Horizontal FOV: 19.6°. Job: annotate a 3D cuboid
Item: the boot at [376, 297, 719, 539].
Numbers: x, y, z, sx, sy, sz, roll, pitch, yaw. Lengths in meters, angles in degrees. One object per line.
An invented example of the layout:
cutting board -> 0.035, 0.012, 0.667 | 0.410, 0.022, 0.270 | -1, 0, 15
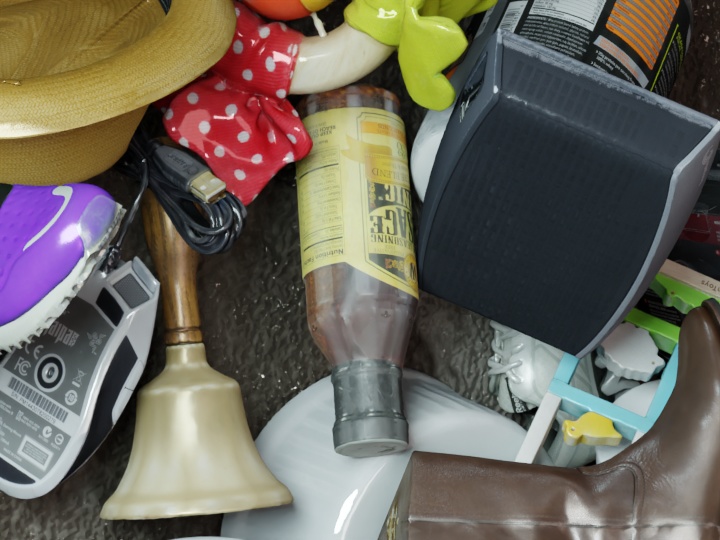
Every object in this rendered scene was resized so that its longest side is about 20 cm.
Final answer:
boot -> 0.107, 0.101, 1.124 | 0.199, 0.064, 0.187 | -1, 62, 3

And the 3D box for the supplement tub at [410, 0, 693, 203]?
supplement tub -> 0.115, -0.112, 1.185 | 0.123, 0.122, 0.200 | 48, 51, -30

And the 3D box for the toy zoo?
toy zoo -> 0.165, 0.091, 1.172 | 0.131, 0.020, 0.201 | 23, 65, 8

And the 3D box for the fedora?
fedora -> -0.156, -0.098, 1.009 | 0.200, 0.201, 0.082 | -23, 136, -30

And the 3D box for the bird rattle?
bird rattle -> -0.030, -0.139, 1.080 | 0.164, 0.199, 0.113 | 66, 26, -15

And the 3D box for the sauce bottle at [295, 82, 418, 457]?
sauce bottle -> 0.000, 0.000, 1.138 | 0.066, 0.066, 0.201 | 6, 71, -35

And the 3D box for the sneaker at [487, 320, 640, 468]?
sneaker -> 0.109, 0.037, 1.258 | 0.081, 0.075, 0.201 | -29, 112, -18

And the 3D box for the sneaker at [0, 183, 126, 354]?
sneaker -> -0.198, -0.014, 0.966 | 0.100, 0.200, 0.070 | 47, 50, -24

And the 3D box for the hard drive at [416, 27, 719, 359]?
hard drive -> 0.098, -0.031, 1.086 | 0.134, 0.200, 0.042 | 24, 57, 3

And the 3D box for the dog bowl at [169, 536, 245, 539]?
dog bowl -> -0.081, 0.245, 1.094 | 0.199, 0.079, 0.201 | -1, 112, -3

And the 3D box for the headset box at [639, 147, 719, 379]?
headset box -> 0.248, 0.019, 1.299 | 0.075, 0.148, 0.201 | -29, 112, -29

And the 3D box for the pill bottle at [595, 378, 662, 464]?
pill bottle -> 0.198, 0.166, 1.271 | 0.114, 0.114, 0.201 | -37, 139, -24

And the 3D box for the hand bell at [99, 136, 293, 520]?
hand bell -> -0.095, 0.028, 1.120 | 0.104, 0.104, 0.201 | -2, 86, -34

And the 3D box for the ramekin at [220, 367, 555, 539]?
ramekin -> 0.028, 0.160, 1.201 | 0.200, 0.098, 0.201 | -5, 100, -34

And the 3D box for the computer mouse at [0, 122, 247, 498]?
computer mouse -> -0.136, 0.025, 1.084 | 0.044, 0.109, 0.201 | 22, 96, -59
